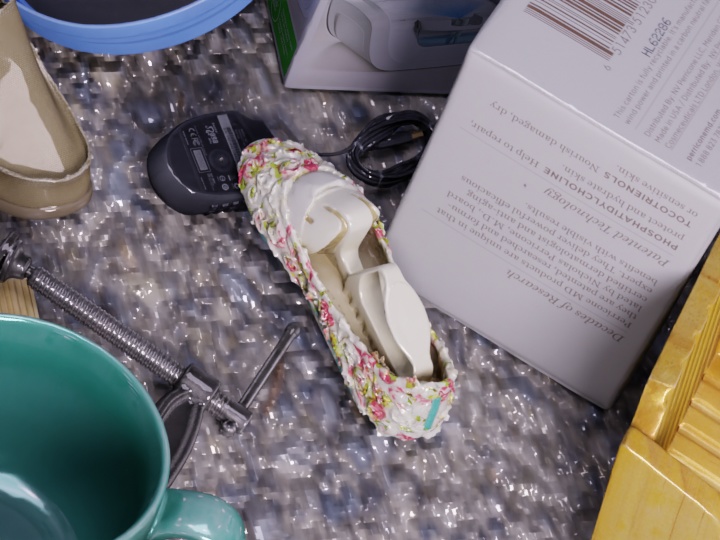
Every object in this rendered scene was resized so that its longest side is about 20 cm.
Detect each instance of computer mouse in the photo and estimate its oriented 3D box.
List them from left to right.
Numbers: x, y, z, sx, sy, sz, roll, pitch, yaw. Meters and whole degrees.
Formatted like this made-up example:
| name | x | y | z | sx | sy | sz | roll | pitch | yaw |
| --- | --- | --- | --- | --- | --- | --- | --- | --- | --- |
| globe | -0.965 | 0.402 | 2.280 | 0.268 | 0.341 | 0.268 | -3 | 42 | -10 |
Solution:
| name | x | y | z | sx | sy | sz | roll | pitch | yaw |
| --- | --- | --- | --- | --- | --- | --- | --- | --- | --- |
| computer mouse | -0.039 | -0.064 | 1.676 | 0.199 | 0.034 | 0.059 | -7 | 66 | -33 |

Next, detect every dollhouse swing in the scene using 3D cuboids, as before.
| name | x | y | z | sx | sy | sz | roll | pitch | yaw |
| --- | --- | --- | --- | --- | --- | --- | --- | --- | --- |
| dollhouse swing | 0.240 | 0.108 | 1.566 | 0.175 | 0.182 | 0.200 | 23 | 49 | 11 |

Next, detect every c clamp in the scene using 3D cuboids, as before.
| name | x | y | z | sx | sy | sz | roll | pitch | yaw |
| --- | --- | --- | --- | --- | --- | --- | --- | --- | --- |
| c clamp | -0.149 | 0.046 | 1.542 | 0.200 | 0.027 | 0.171 | 31 | 50 | -7 |

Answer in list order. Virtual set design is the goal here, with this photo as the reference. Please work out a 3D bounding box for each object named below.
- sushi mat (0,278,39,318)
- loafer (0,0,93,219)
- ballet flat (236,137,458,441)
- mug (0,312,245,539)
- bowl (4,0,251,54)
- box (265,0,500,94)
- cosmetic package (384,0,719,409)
| name | x | y | z | sx | sy | sz | roll | pitch | yaw |
| --- | --- | --- | --- | --- | --- | --- | --- | --- | --- |
| sushi mat | -0.205 | 0.078 | 1.514 | 0.095 | 0.012 | 0.201 | -1 | 56 | -23 |
| loafer | -0.217 | -0.113 | 1.618 | 0.076 | 0.068 | 0.200 | -26 | 67 | -34 |
| ballet flat | 0.000 | 0.000 | 1.596 | 0.075 | 0.064 | 0.200 | -23 | 75 | -31 |
| mug | -0.169 | 0.125 | 1.404 | 0.185 | 0.115 | 0.152 | 44 | 49 | 19 |
| bowl | -0.133 | -0.212 | 1.694 | 0.200 | 0.039 | 0.201 | -5 | 56 | 8 |
| box | 0.061 | -0.197 | 1.714 | 0.199 | 0.177 | 0.097 | 1 | 54 | -20 |
| cosmetic package | 0.135 | -0.069 | 1.627 | 0.166 | 0.200 | 0.168 | 30 | 51 | 5 |
